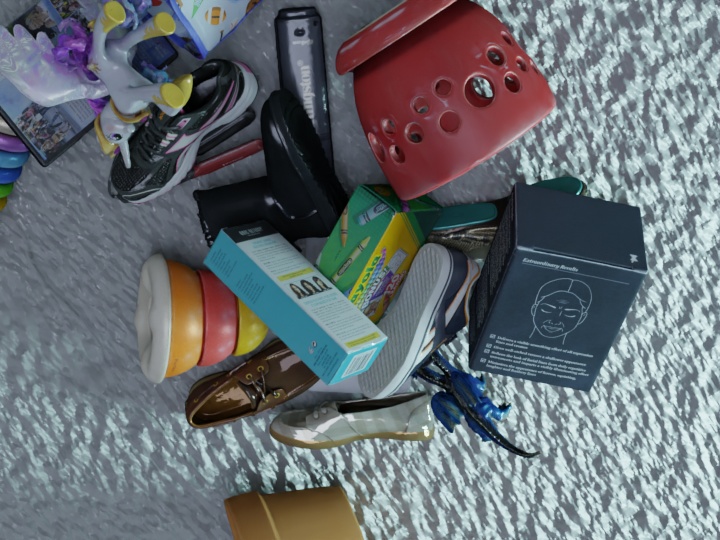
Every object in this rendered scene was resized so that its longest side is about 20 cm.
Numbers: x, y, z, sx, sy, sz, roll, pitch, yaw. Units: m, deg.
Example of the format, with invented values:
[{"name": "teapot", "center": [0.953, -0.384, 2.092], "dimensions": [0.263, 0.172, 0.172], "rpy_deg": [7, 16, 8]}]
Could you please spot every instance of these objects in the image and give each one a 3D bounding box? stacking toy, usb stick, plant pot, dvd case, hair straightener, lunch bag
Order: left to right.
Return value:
[{"name": "stacking toy", "center": [-0.425, -0.098, 1.710], "dimensions": [0.084, 0.086, 0.202], "rpy_deg": [20, 112, -5]}, {"name": "dvd case", "center": [-0.317, -0.231, 1.650], "dimensions": [0.200, 0.018, 0.143], "rpy_deg": [-42, 104, -14]}, {"name": "hair straightener", "center": [-0.206, -0.136, 1.717], "dimensions": [0.198, 0.041, 0.078], "rpy_deg": [-25, 79, 14]}, {"name": "lunch bag", "center": [-0.179, -0.348, 1.573], "dimensions": [0.200, 0.124, 0.170], "rpy_deg": [47, 75, -15]}, {"name": "stacking toy", "center": [-0.156, 0.056, 1.740], "dimensions": [0.197, 0.146, 0.148], "rpy_deg": [1, 109, -18]}, {"name": "plant pot", "center": [-0.067, 0.345, 1.787], "dimensions": [0.139, 0.200, 0.202], "rpy_deg": [-18, 107, -11]}, {"name": "usb stick", "center": [-0.063, -0.193, 1.689], "dimensions": [0.055, 0.033, 0.203], "rpy_deg": [-3, 107, 4]}, {"name": "plant pot", "center": [0.080, -0.200, 1.601], "dimensions": [0.199, 0.201, 0.183], "rpy_deg": [-33, 97, 11]}]

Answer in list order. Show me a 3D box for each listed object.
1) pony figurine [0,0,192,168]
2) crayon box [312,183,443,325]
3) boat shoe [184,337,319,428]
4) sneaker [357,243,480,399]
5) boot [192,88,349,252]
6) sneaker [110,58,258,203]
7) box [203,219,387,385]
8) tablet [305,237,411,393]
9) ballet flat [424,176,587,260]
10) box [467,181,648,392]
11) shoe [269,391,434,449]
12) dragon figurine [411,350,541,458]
[{"name": "pony figurine", "center": [-0.265, -0.214, 1.566], "dimensions": [0.194, 0.166, 0.199], "rpy_deg": [55, 145, -6]}, {"name": "crayon box", "center": [0.000, 0.000, 1.679], "dimensions": [0.058, 0.118, 0.201], "rpy_deg": [38, 110, 22]}, {"name": "boat shoe", "center": [-0.118, 0.137, 1.771], "dimensions": [0.198, 0.068, 0.073], "rpy_deg": [-26, 104, 13]}, {"name": "sneaker", "center": [0.072, 0.066, 1.715], "dimensions": [0.079, 0.079, 0.201], "rpy_deg": [12, 118, -39]}, {"name": "boot", "center": [-0.112, -0.093, 1.674], "dimensions": [0.161, 0.074, 0.199], "rpy_deg": [-15, 122, 21]}, {"name": "sneaker", "center": [-0.207, -0.165, 1.653], "dimensions": [0.080, 0.086, 0.200], "rpy_deg": [43, 95, 17]}, {"name": "box", "center": [-0.070, 0.032, 1.603], "dimensions": [0.200, 0.082, 0.049], "rpy_deg": [43, 119, 20]}, {"name": "tablet", "center": [-0.001, 0.049, 1.774], "dimensions": [0.128, 0.014, 0.203], "rpy_deg": [2, 108, 1]}, {"name": "ballet flat", "center": [0.168, -0.052, 1.718], "dimensions": [0.198, 0.068, 0.076], "rpy_deg": [-14, 128, 12]}, {"name": "box", "center": [0.213, 0.021, 1.666], "dimensions": [0.147, 0.108, 0.201], "rpy_deg": [11, 134, -6]}, {"name": "shoe", "center": [-0.010, 0.173, 1.785], "dimensions": [0.197, 0.070, 0.054], "rpy_deg": [-2, 109, -6]}, {"name": "dragon figurine", "center": [0.121, 0.154, 1.738], "dimensions": [0.099, 0.201, 0.059], "rpy_deg": [22, 115, -45]}]
